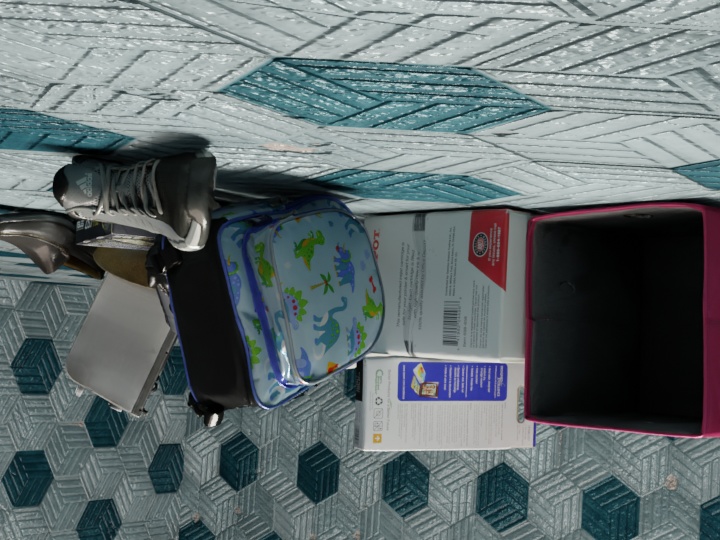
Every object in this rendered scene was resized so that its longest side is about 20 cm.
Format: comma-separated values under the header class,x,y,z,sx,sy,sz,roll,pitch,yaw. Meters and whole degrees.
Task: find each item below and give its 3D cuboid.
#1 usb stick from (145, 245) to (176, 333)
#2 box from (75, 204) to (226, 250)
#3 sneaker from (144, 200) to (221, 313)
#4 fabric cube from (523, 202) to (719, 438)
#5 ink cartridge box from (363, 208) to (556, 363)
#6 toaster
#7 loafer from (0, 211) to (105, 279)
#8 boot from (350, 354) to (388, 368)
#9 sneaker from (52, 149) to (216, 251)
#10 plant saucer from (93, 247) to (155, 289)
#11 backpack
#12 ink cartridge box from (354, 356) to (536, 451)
class,x,y,z,sx,sy,sz,roll,pitch,yaw
usb stick,-0.193,0.022,1.258,0.055,0.033,0.200,0,156,-2
box,-0.193,-0.045,1.263,0.198,0.050,0.161,5,178,-26
sneaker,-0.131,0.016,1.153,0.076,0.112,0.200,4,154,42
fabric cube,0.291,0.049,1.095,0.198,0.202,0.195,4,176,-42
ink cartridge box,0.093,0.017,1.183,0.083,0.146,0.199,6,176,-43
toaster,-0.290,0.076,1.475,0.118,0.201,0.181,26,172,-11
loafer,-0.382,-0.031,1.443,0.072,0.073,0.199,0,175,39
boot,0.012,0.055,1.380,0.199,0.091,0.073,-10,-156,-32
sneaker,-0.180,-0.057,0.906,0.114,0.076,0.200,7,176,-17
plant saucer,-0.218,-0.019,1.399,0.198,0.036,0.200,12,-165,-3
backpack,-0.062,0.021,1.061,0.146,0.185,0.200,-7,-168,35
ink cartridge box,0.091,0.139,1.225,0.198,0.096,0.037,2,179,-17
